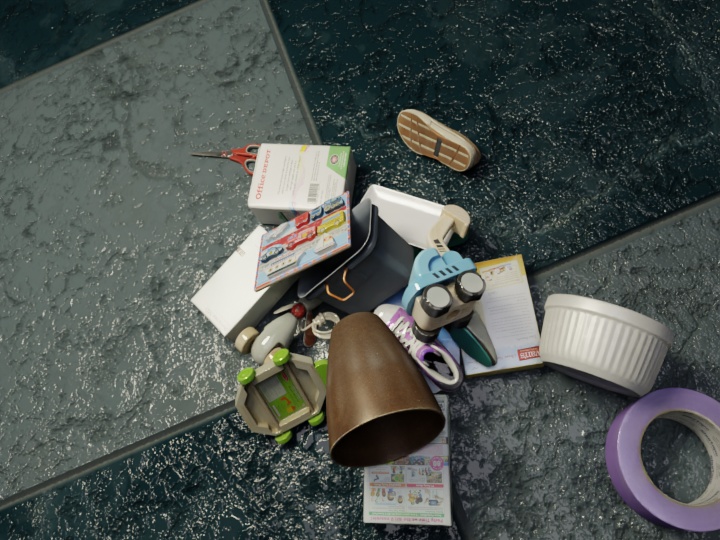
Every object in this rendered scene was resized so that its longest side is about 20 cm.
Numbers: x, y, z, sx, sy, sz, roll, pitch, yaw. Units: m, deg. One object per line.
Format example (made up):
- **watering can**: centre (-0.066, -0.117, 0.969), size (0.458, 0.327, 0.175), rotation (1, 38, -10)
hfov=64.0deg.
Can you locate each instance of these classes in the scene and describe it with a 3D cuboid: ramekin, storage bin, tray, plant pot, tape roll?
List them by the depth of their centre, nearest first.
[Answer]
- **tape roll**: centre (0.491, 0.292, 0.895), size (0.194, 0.085, 0.206), rotation (-3, 69, 9)
- **ramekin**: centre (0.382, 0.123, 0.924), size (0.196, 0.200, 0.107), rotation (20, 82, 17)
- **plant pot**: centre (0.019, 0.176, 0.924), size (0.183, 0.188, 0.203), rotation (-19, 54, 2)
- **storage bin**: centre (0.000, 0.000, 1.025), size (0.199, 0.133, 0.148), rotation (-38, 33, 35)
- **tray**: centre (0.085, -0.095, 1.089), size (0.196, 0.022, 0.109), rotation (20, 61, 22)

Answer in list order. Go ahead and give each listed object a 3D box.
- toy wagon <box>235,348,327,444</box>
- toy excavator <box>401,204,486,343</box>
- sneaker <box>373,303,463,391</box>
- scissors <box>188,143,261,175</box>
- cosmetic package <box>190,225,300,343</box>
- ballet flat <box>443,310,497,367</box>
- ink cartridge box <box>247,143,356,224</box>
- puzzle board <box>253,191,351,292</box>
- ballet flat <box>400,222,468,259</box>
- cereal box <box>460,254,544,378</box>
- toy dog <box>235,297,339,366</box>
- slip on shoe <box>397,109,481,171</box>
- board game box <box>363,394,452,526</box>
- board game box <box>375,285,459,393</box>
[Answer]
- **toy wagon**: centre (-0.117, 0.210, 1.013), size (0.197, 0.158, 0.040), rotation (-28, 25, -3)
- **toy excavator**: centre (0.135, -0.011, 0.963), size (0.190, 0.101, 0.202), rotation (-19, 59, -20)
- **sneaker**: centre (0.096, 0.120, 0.978), size (0.199, 0.114, 0.073), rotation (39, 87, 17)
- **scissors**: centre (-0.290, -0.265, 1.292), size (0.196, 0.014, 0.075), rotation (19, 76, 18)
- **cosmetic package**: centre (-0.218, 0.030, 1.127), size (0.112, 0.081, 0.201), rotation (37, 78, 19)
- **ballet flat**: centre (0.167, 0.082, 1.004), size (0.198, 0.070, 0.070), rotation (37, 79, 17)
- **ink cartridge box**: centre (-0.116, -0.173, 1.184), size (0.194, 0.084, 0.149), rotation (4, 70, 11)
- **puzzle board**: centre (-0.104, -0.055, 1.023), size (0.196, 0.017, 0.153), rotation (-25, 38, 18)
- **ballet flat**: centre (0.111, -0.066, 1.118), size (0.195, 0.069, 0.073), rotation (-19, 47, 3)
- **cereal box**: centre (0.242, 0.083, 1.043), size (0.140, 0.040, 0.205), rotation (-10, 69, 10)
- **toy dog**: centre (-0.137, 0.120, 1.088), size (0.196, 0.097, 0.133), rotation (-26, 63, -16)
- **slip on shoe**: centre (0.162, -0.271, 1.187), size (0.198, 0.078, 0.060), rotation (35, 38, 28)
- **board game box**: centre (0.081, 0.317, 0.972), size (0.143, 0.065, 0.205), rotation (-2, 68, 11)
- **board game box**: centre (0.104, 0.127, 1.055), size (0.153, 0.039, 0.206), rotation (-1, 77, 10)
